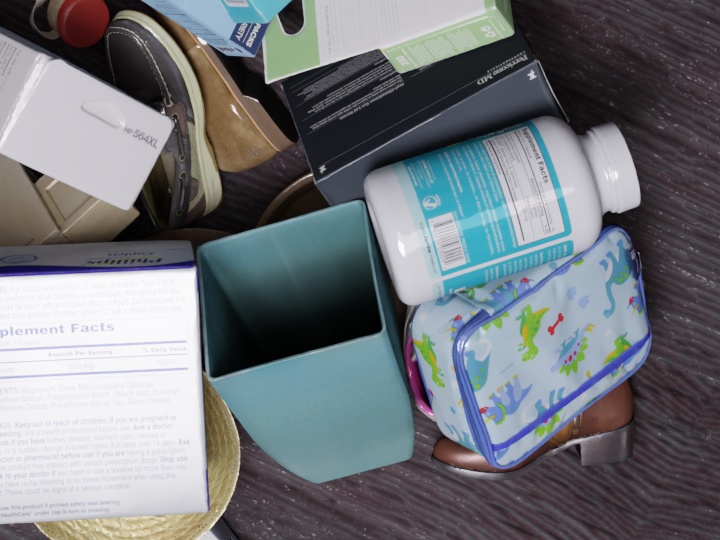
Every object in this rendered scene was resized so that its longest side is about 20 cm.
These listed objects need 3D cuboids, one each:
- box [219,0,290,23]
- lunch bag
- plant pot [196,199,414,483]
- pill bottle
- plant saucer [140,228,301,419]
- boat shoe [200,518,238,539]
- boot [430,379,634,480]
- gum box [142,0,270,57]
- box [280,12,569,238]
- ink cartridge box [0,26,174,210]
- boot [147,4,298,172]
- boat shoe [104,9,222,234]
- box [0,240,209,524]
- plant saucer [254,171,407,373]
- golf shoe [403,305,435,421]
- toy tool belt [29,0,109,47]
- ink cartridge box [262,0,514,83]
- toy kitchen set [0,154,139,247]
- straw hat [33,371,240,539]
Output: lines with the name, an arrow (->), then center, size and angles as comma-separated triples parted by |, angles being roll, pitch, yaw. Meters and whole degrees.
box -> -0.043, -0.287, 1.389 | 0.200, 0.049, 0.082 | -48, 123, -22
lunch bag -> 0.145, 0.055, 1.438 | 0.200, 0.082, 0.161 | -33, 127, -24
plant pot -> -0.031, 0.075, 1.428 | 0.141, 0.141, 0.200 | -15, 137, 7
pill bottle -> 0.110, -0.052, 1.363 | 0.200, 0.111, 0.111 | -17, 105, -2
plant saucer -> -0.135, 0.057, 1.526 | 0.200, 0.035, 0.201 | 3, 123, 4
boat shoe -> -0.147, 0.256, 1.596 | 0.066, 0.072, 0.200 | -35, 111, 4
boot -> 0.148, 0.078, 1.544 | 0.188, 0.068, 0.200 | -5, 105, 2
gum box -> -0.131, -0.288, 1.380 | 0.200, 0.045, 0.170 | 31, 79, -37
box -> 0.050, -0.137, 1.440 | 0.200, 0.141, 0.079 | -28, 130, 8
ink cartridge box -> -0.266, -0.136, 1.383 | 0.146, 0.200, 0.084 | 26, 93, -47
boot -> -0.139, -0.169, 1.479 | 0.075, 0.074, 0.200 | -30, 106, 18
boat shoe -> -0.168, -0.117, 1.458 | 0.073, 0.065, 0.200 | 8, 132, 36
box -> -0.213, 0.084, 1.371 | 0.184, 0.105, 0.200 | -2, 103, -5
plant saucer -> 0.000, 0.000, 1.543 | 0.200, 0.029, 0.200 | 0, 106, 0
golf shoe -> 0.071, 0.032, 1.482 | 0.075, 0.092, 0.200 | -3, 98, 15
toy tool belt -> -0.234, -0.294, 1.432 | 0.125, 0.123, 0.200 | -2, 115, -40
ink cartridge box -> 0.017, -0.229, 1.428 | 0.200, 0.146, 0.048 | -17, 150, 21
toy kitchen set -> -0.263, 0.000, 1.520 | 0.200, 0.163, 0.180 | -42, 133, 3
straw hat -> -0.196, 0.138, 1.483 | 0.201, 0.085, 0.201 | -1, 103, -6
